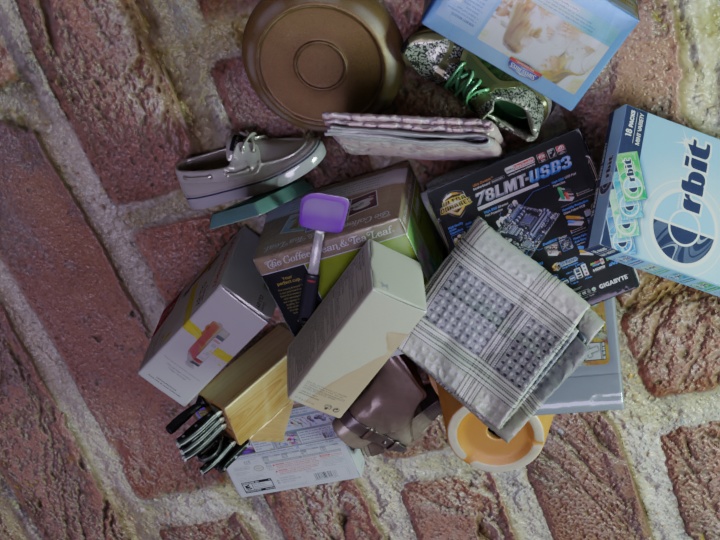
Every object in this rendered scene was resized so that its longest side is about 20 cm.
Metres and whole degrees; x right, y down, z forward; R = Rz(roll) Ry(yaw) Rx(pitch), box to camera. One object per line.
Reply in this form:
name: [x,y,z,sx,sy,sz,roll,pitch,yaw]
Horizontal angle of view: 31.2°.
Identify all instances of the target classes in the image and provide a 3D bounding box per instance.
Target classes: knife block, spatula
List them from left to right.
knife block: [-0.170,0.170,1.718,0.174,0.064,0.202,11,99,-47]
spatula: [-0.055,-0.012,1.532,0.056,0.021,0.202,10,125,-3]

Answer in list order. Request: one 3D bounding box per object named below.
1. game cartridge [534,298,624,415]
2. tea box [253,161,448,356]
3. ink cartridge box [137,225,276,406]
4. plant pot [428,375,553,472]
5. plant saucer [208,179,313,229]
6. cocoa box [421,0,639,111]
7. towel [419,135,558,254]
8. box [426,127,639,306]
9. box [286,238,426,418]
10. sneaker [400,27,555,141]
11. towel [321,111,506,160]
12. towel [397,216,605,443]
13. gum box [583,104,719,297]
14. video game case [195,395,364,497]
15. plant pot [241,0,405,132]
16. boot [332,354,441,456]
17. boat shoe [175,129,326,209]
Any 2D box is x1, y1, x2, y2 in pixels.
game cartridge: [0.247,0.072,1.564,0.131,0.203,0.042,-5,169,10]
tea box: [0.000,0.000,1.627,0.198,0.134,0.198,-14,123,18]
ink cartridge box: [-0.192,0.058,1.693,0.083,0.146,0.200,37,122,-16]
plant pot: [0.179,0.154,1.677,0.197,0.184,0.202,4,126,6]
plant saucer: [-0.119,-0.083,1.559,0.069,0.200,0.019,-15,98,19]
cocoa box: [0.183,-0.295,1.389,0.198,0.132,0.134,28,125,-11]
towel: [0.192,-0.063,1.606,0.198,0.048,0.172,-18,121,20]
box: [0.204,-0.039,1.524,0.198,0.050,0.201,-22,91,13]
box: [-0.008,0.071,1.533,0.077,0.096,0.200,23,126,-21]
sneaker: [0.136,-0.212,1.482,0.198,0.089,0.077,25,125,-9]
towel: [0.065,-0.152,1.487,0.197,0.191,0.033,5,90,10]
towel: [0.158,0.072,1.506,0.199,0.035,0.193,38,102,4]
gum box: [0.367,-0.077,1.483,0.198,0.172,0.045,18,166,-14]
video game case: [-0.116,0.236,1.868,0.197,0.046,0.183,-12,123,17]
plant pot: [-0.046,-0.247,1.525,0.197,0.028,0.202,5,125,7]
boot: [0.024,0.182,1.780,0.145,0.071,0.200,-30,127,11]
boat shoe: [-0.141,-0.137,1.595,0.198,0.071,0.070,-14,121,24]
